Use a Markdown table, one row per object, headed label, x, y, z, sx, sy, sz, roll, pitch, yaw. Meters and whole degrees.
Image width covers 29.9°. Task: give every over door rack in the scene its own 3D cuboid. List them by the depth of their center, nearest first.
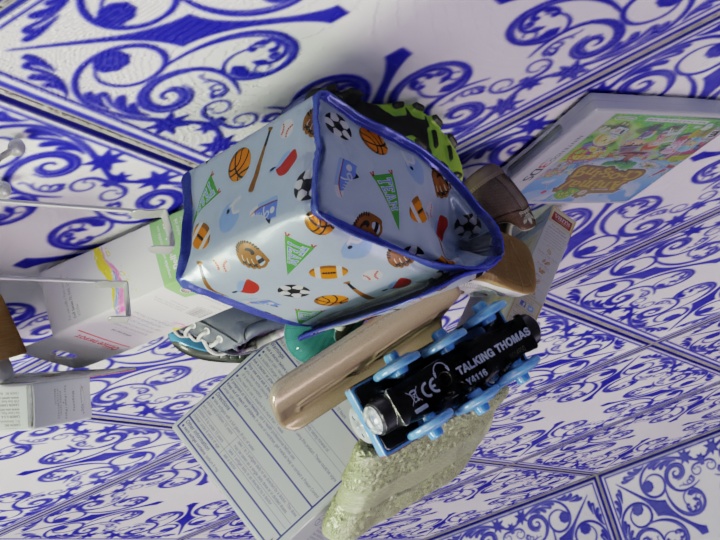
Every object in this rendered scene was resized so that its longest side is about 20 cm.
| label | x | y | z | sx | sy | sz | roll | pitch | yaw |
| --- | --- | --- | --- | --- | --- | --- | --- | --- | --- |
| over door rack | -0.256 | -0.033 | 1.048 | 0.199 | 0.067 | 0.148 | 14 | 150 | -17 |

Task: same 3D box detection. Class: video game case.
| label | x | y | z | sx | sy | sz | roll | pitch | yaw |
| --- | --- | --- | --- | --- | --- | --- | --- | --- | --- |
| video game case | 0.243 | -0.114 | 1.318 | 0.199 | 0.022 | 0.182 | -3 | 156 | -34 |

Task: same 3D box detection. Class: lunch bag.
| label | x | y | z | sx | sy | sz | roll | pitch | yaw |
| --- | --- | --- | --- | --- | --- | --- | --- | --- | --- |
| lunch bag | -0.013 | -0.023 | 1.027 | 0.200 | 0.124 | 0.170 | 23 | 148 | -39 |

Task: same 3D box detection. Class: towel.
| label | x | y | z | sx | sy | sz | roll | pitch | yaw |
| --- | --- | --- | --- | --- | --- | --- | --- | --- | --- |
| towel | 0.055 | 0.182 | 1.311 | 0.200 | 0.036 | 0.149 | -20 | 144 | -38 |

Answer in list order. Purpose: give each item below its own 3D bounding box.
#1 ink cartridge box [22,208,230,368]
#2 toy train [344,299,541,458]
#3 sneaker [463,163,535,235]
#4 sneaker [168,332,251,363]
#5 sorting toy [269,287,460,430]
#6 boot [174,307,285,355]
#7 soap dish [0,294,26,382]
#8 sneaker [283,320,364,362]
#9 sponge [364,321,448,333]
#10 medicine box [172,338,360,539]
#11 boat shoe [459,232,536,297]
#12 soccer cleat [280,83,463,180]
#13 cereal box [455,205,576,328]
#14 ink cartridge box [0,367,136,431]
| label | x | y | z | sx | sy | sz | roll | pitch | yaw |
| --- | --- | --- | --- | --- | --- | --- | --- | --- | --- |
| ink cartridge box | -0.214 | 0.021 | 1.248 | 0.199 | 0.068 | 0.117 | -22 | 161 | 14 |
| toy train | 0.074 | 0.098 | 1.212 | 0.200 | 0.087 | 0.114 | -28 | 174 | -30 |
| sneaker | 0.098 | -0.012 | 1.292 | 0.070 | 0.076 | 0.200 | -27 | 158 | -37 |
| sneaker | -0.125 | 0.075 | 1.453 | 0.199 | 0.073 | 0.082 | 1 | 153 | -39 |
| sorting toy | -0.002 | 0.073 | 1.193 | 0.185 | 0.037 | 0.200 | -33 | 169 | -7 |
| boot | -0.158 | 0.047 | 1.329 | 0.199 | 0.091 | 0.073 | -21 | 160 | 11 |
| soap dish | -0.374 | 0.060 | 1.109 | 0.157 | 0.082 | 0.200 | -4 | 180 | -2 |
| sneaker | 0.000 | 0.000 | 1.231 | 0.200 | 0.071 | 0.080 | -54 | -173 | -5 |
| sponge | 0.017 | 0.043 | 1.374 | 0.111 | 0.030 | 0.200 | 15 | 169 | 19 |
| medicine box | -0.055 | 0.170 | 1.387 | 0.200 | 0.182 | 0.103 | -42 | 153 | -1 |
| boat shoe | 0.074 | -0.012 | 1.179 | 0.069 | 0.071 | 0.200 | -20 | 149 | 36 |
| soccer cleat | 0.007 | -0.100 | 1.108 | 0.084 | 0.065 | 0.200 | -31 | 151 | 34 |
| cereal box | 0.151 | 0.039 | 1.437 | 0.039 | 0.200 | 0.144 | 35 | 144 | -8 |
| ink cartridge box | -0.334 | 0.120 | 1.247 | 0.199 | 0.044 | 0.173 | -4 | 178 | 22 |
